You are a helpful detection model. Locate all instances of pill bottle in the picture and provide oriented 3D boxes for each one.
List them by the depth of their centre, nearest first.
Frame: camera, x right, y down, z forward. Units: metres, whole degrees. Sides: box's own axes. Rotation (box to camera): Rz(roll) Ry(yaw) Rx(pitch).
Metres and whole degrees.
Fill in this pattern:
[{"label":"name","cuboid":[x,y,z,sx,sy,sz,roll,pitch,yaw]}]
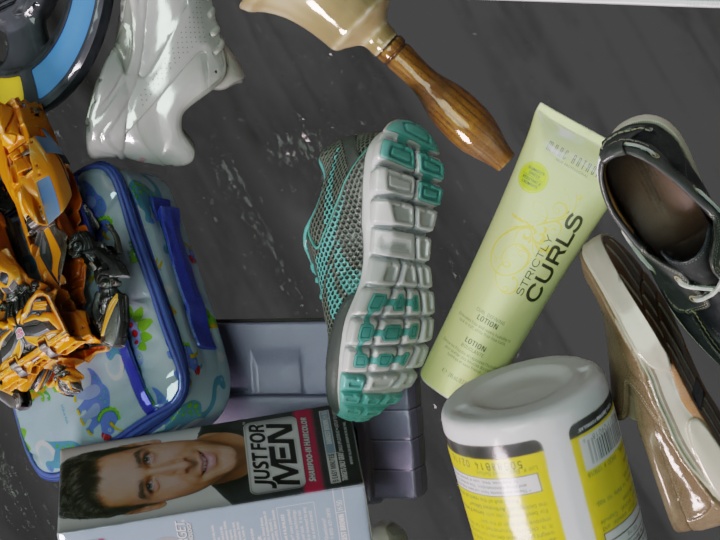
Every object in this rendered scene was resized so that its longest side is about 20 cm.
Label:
[{"label":"pill bottle","cuboid":[0.128,0.167,1.376,0.111,0.111,0.201,-9,106,23]}]

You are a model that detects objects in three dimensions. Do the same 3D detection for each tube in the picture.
[{"label":"tube","cuboid":[0.105,-0.005,1.404,0.201,0.058,0.052,-62,36,13]}]

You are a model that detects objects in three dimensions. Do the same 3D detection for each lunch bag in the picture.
[{"label":"lunch bag","cuboid":[-0.182,0.035,1.490,0.160,0.082,0.201,-28,70,26]}]

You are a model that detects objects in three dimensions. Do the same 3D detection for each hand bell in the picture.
[{"label":"hand bell","cuboid":[0.025,-0.140,1.409,0.200,0.104,0.104,45,112,-3]}]

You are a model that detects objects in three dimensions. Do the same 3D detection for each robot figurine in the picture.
[{"label":"robot figurine","cuboid":[-0.231,-0.007,1.442,0.145,0.058,0.201,-33,67,26]}]

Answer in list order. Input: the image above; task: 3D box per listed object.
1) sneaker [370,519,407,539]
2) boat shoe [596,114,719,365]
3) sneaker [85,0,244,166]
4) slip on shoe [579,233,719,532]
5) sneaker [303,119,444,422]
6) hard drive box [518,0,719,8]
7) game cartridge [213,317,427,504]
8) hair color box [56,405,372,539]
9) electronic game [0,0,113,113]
[{"label":"sneaker","cuboid":[-0.056,0.219,1.492,0.200,0.070,0.081,-34,82,24]},{"label":"boat shoe","cuboid":[0.213,-0.002,1.343,0.072,0.068,0.201,-32,95,20]},{"label":"sneaker","cuboid":[-0.123,-0.165,1.471,0.099,0.078,0.202,14,96,-7]},{"label":"slip on shoe","cuboid":[0.186,0.075,1.370,0.060,0.076,0.201,-29,94,21]},{"label":"sneaker","cuboid":[0.000,0.000,1.428,0.091,0.077,0.202,4,83,47]},{"label":"hard drive box","cuboid":[0.164,-0.203,1.291,0.199,0.156,0.077,5,101,23]},{"label":"game cartridge","cuboid":[-0.052,0.098,1.493,0.198,0.038,0.131,-2,93,23]},{"label":"hair color box","cuboid":[-0.097,0.152,1.402,0.198,0.099,0.061,-10,119,-2]},{"label":"electronic game","cuboid":[-0.243,-0.207,1.497,0.199,0.041,0.202,1,92,40]}]
